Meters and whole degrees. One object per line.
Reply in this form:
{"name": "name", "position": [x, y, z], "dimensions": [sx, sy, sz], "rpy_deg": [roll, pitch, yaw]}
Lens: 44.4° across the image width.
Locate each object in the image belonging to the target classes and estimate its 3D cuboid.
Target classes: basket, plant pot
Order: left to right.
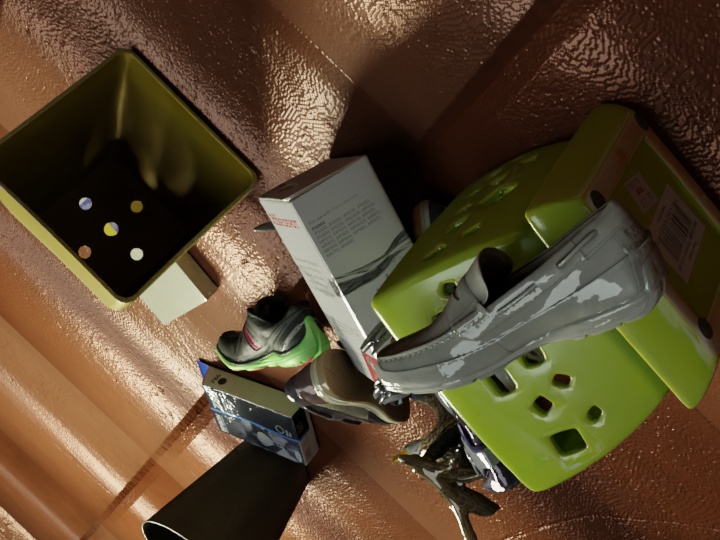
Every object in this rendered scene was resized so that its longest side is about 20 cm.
{"name": "plant pot", "position": [-0.263, -0.075, 0.957], "dimensions": [0.200, 0.200, 0.176], "rpy_deg": [44, 154, -3]}
{"name": "basket", "position": [-0.174, 0.337, 1.241], "dimensions": [0.180, 0.200, 0.136], "rpy_deg": [35, 141, 8]}
{"name": "plant pot", "position": [0.162, 0.009, 0.654], "dimensions": [0.199, 0.200, 0.181], "rpy_deg": [48, 134, -6]}

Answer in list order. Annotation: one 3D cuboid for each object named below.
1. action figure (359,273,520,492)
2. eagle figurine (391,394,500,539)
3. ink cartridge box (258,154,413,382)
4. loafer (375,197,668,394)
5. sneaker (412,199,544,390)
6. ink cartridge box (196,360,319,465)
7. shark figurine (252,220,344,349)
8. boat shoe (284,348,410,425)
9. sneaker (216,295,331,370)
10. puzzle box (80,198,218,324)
{"name": "action figure", "position": [0.078, 0.086, 0.733], "dimensions": [0.201, 0.130, 0.069], "rpy_deg": [54, 172, -2]}
{"name": "eagle figurine", "position": [0.097, 0.156, 0.876], "dimensions": [0.149, 0.200, 0.153], "rpy_deg": [8, 114, 16]}
{"name": "ink cartridge box", "position": [0.000, 0.000, 0.812], "dimensions": [0.201, 0.082, 0.147], "rpy_deg": [61, 169, -13]}
{"name": "loafer", "position": [0.086, 0.019, 0.542], "dimensions": [0.199, 0.070, 0.070], "rpy_deg": [-27, 98, 29]}
{"name": "sneaker", "position": [0.122, 0.014, 0.803], "dimensions": [0.087, 0.076, 0.201], "rpy_deg": [-28, 99, 22]}
{"name": "ink cartridge box", "position": [-0.154, 0.196, 1.224], "dimensions": [0.199, 0.039, 0.100], "rpy_deg": [15, 135, 32]}
{"name": "shark figurine", "position": [-0.017, 0.031, 0.914], "dimensions": [0.127, 0.090, 0.216], "rpy_deg": [1, 128, 38]}
{"name": "boat shoe", "position": [-0.009, 0.128, 0.939], "dimensions": [0.064, 0.073, 0.200], "rpy_deg": [-19, 159, 24]}
{"name": "sneaker", "position": [-0.107, 0.072, 1.055], "dimensions": [0.199, 0.076, 0.085], "rpy_deg": [-13, 92, 48]}
{"name": "puzzle box", "position": [-0.282, -0.028, 1.136], "dimensions": [0.201, 0.025, 0.133], "rpy_deg": [52, 141, -11]}
